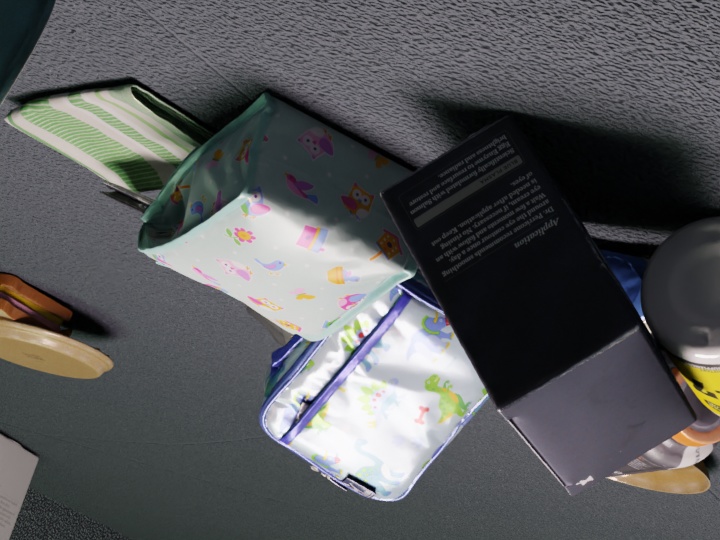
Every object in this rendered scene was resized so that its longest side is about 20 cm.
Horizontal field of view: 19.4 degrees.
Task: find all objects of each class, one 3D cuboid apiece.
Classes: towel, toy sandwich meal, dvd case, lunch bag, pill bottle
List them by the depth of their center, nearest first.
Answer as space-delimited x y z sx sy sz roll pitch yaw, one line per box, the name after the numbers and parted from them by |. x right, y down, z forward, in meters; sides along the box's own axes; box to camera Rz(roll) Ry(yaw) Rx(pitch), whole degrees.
0.290 0.049 1.587 0.114 0.115 0.200 10 162 28 | pill bottle
-0.067 -0.032 1.682 0.170 0.122 0.200 26 146 -23 | lunch bag
0.017 0.088 1.783 0.161 0.200 0.083 35 -157 -15 | lunch bag
-0.196 -0.109 1.793 0.152 0.023 0.200 32 159 -35 | towel
-0.116 -0.026 1.864 0.200 0.016 0.148 22 -179 -44 | dvd case
0.257 0.128 1.890 0.106 0.107 0.200 24 163 -17 | pill bottle
-0.384 0.068 2.507 0.204 0.071 0.205 14 165 4 | toy sandwich meal

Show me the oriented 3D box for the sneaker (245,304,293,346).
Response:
-0.034 0.060 2.089 0.084 0.075 0.200 9 153 49 | sneaker

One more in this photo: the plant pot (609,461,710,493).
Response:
0.271 0.184 2.197 0.199 0.028 0.200 18 163 6 | plant pot

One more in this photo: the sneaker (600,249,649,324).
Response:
0.147 0.008 1.682 0.111 0.077 0.200 20 173 -37 | sneaker

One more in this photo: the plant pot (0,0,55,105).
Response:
-0.353 -0.172 1.507 0.196 0.201 0.200 34 160 -17 | plant pot

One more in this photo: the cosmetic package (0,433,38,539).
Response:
-0.674 0.363 3.534 0.164 0.201 0.165 10 162 26 | cosmetic package

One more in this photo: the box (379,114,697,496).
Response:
0.131 0.028 1.524 0.117 0.200 0.197 -31 150 6 | box
